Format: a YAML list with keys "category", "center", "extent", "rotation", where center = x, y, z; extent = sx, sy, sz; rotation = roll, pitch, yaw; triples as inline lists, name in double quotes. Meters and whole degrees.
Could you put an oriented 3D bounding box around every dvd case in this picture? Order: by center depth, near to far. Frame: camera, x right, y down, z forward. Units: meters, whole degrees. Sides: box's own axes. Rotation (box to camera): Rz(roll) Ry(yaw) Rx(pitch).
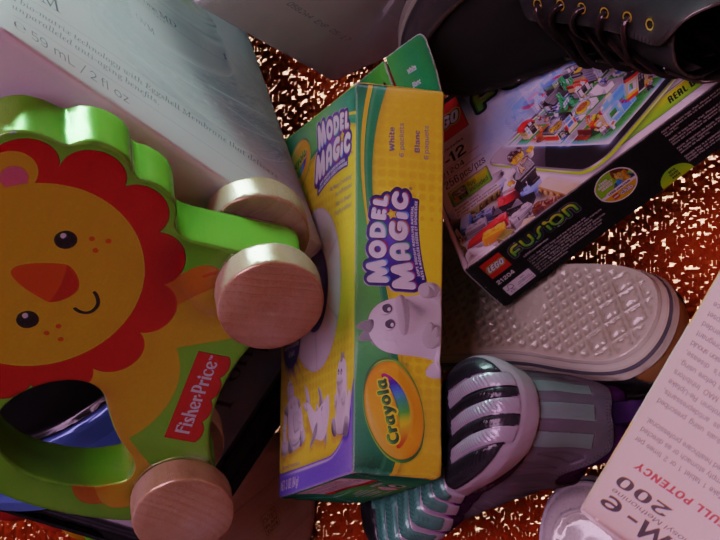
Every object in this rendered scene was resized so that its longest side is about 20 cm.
- category: "dvd case"
  center: [-0.117, 0.066, 1.257]
  extent: [0.200, 0.018, 0.143]
  rotation: [10, 57, 44]

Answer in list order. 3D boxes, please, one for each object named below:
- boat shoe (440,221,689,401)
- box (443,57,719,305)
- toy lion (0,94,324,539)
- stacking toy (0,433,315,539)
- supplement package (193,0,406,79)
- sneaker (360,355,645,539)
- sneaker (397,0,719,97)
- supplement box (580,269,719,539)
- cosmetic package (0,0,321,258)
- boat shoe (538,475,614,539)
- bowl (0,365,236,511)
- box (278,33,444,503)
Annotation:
- category: "boat shoe"
  center: [0.077, 0.024, 1.185]
  extent: [0.200, 0.062, 0.075]
  rotation: [10, 71, 46]
- category: "box"
  center: [0.120, -0.083, 1.154]
  extent: [0.200, 0.035, 0.110]
  rotation: [-37, 40, 14]
- category: "toy lion"
  center: [-0.125, 0.020, 1.085]
  extent: [0.069, 0.191, 0.200]
  rotation: [-102, 28, -51]
- category: "stacking toy"
  center: [-0.122, 0.110, 1.289]
  extent: [0.200, 0.085, 0.086]
  rotation: [9, 87, 38]
- category: "supplement package"
  center: [-0.007, -0.224, 1.210]
  extent: [0.150, 0.152, 0.200]
  rotation: [-22, 72, 19]
- category: "sneaker"
  center: [0.061, 0.089, 1.158]
  extent: [0.200, 0.087, 0.075]
  rotation: [146, 126, -69]
- category: "sneaker"
  center: [0.100, -0.112, 1.108]
  extent: [0.200, 0.075, 0.106]
  rotation: [-30, 45, 28]
- category: "supplement box"
  center: [0.191, 0.039, 1.078]
  extent: [0.073, 0.126, 0.200]
  rotation: [34, 100, 28]
- category: "cosmetic package"
  center: [-0.143, -0.081, 1.163]
  extent: [0.123, 0.199, 0.200]
  rotation: [-42, 40, 18]
- category: "boat shoe"
  center: [0.111, 0.188, 1.127]
  extent: [0.074, 0.086, 0.203]
  rotation: [-19, 74, 27]
- category: "bowl"
  center: [-0.141, 0.027, 1.269]
  extent: [0.200, 0.039, 0.201]
  rotation: [-22, 40, 20]
- category: "box"
  center: [0.000, 0.000, 1.153]
  extent: [0.117, 0.048, 0.201]
  rotation: [148, 126, -69]
